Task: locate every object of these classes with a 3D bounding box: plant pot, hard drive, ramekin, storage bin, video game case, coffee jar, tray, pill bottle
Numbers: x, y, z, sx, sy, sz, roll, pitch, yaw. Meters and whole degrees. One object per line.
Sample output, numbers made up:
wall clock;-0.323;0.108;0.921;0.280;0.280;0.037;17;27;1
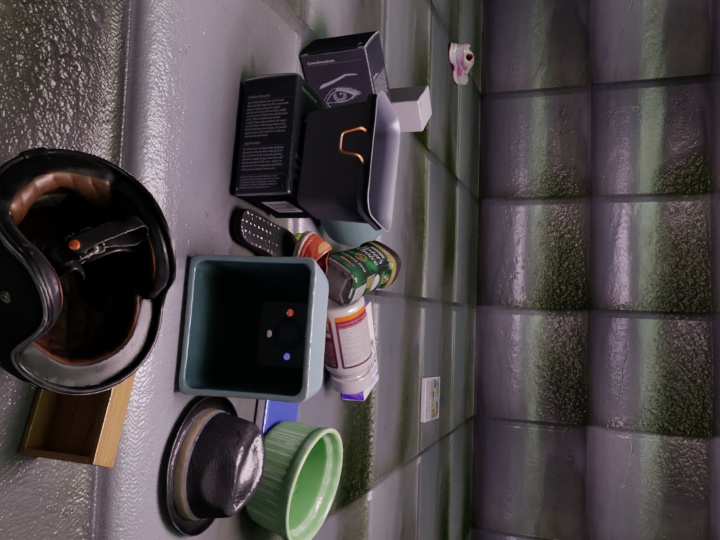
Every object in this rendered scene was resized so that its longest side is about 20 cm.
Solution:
plant pot;-0.024;-0.167;1.334;0.198;0.196;0.204;75;25;-55
hard drive;-0.145;0.209;1.219;0.132;0.025;0.205;37;56;-65
ramekin;-0.117;0.363;1.157;0.200;0.096;0.204;-42;138;-54
plant pot;-0.139;0.094;1.018;0.200;0.192;0.201;38;55;-75
storage bin;-0.024;-0.171;1.049;0.145;0.131;0.205;35;57;-65
video game case;0.242;0.443;2.288;0.199;0.018;0.147;20;71;-68
coffee jar;0.000;0.000;1.372;0.199;0.103;0.087;-21;138;-55
tray;-0.290;0.102;0.717;0.037;0.096;0.204;51;44;-61
pill bottle;-0.032;0.152;1.407;0.110;0.107;0.204;-52;138;-58

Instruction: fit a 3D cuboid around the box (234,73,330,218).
box;-0.127;-0.207;1.127;0.148;0.102;0.205;28;64;-67

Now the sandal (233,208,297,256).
sandal;-0.161;-0.047;1.151;0.200;0.047;0.077;43;52;-51

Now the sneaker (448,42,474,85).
sneaker;0.406;-0.809;2.601;0.201;0.086;0.083;57;39;-57

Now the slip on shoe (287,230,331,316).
slip on shoe;-0.094;0.030;1.177;0.074;0.060;0.204;-32;142;-56

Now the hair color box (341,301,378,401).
hair color box;-0.009;0.185;1.537;0.109;0.063;0.205;-44;129;-62

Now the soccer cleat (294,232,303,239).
soccer cleat;-0.108;0.024;1.280;0.081;0.066;0.205;-88;172;-74

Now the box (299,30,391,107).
box;-0.022;-0.372;1.366;0.105;0.145;0.203;-62;147;-50

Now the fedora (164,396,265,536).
fedora;-0.200;0.287;0.974;0.200;0.090;0.206;0;90;-69

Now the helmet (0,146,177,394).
helmet;-0.277;0.009;0.622;0.192;0.198;0.201;-58;-177;40

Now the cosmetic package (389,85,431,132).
cosmetic package;0.054;-0.361;1.497;0.102;0.196;0.072;-60;145;-50
